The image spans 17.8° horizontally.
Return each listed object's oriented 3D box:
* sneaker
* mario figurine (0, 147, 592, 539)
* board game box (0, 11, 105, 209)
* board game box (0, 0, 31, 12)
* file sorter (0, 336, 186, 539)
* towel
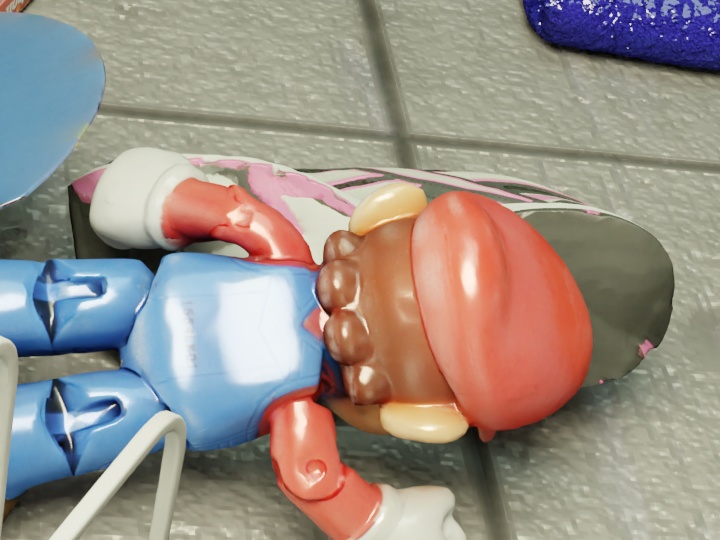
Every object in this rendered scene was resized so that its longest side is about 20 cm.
[{"bbox_3d":[0.000,0.000,0.773,0.199,0.081,0.086,9,13,-4],"label":"sneaker"},{"bbox_3d":[-0.029,0.031,0.693,0.199,0.124,0.106,-5,21,-6],"label":"mario figurine"},{"bbox_3d":[-0.168,-0.016,0.726,0.199,0.039,0.158,-24,30,-8],"label":"board game box"},{"bbox_3d":[-0.192,-0.102,0.874,0.102,0.020,0.200,18,36,8],"label":"board game box"},{"bbox_3d":[-0.158,0.072,0.561,0.199,0.125,0.139,23,37,11],"label":"file sorter"},{"bbox_3d":[0.167,-0.139,1.020,0.199,0.050,0.148,7,35,-10],"label":"towel"}]
